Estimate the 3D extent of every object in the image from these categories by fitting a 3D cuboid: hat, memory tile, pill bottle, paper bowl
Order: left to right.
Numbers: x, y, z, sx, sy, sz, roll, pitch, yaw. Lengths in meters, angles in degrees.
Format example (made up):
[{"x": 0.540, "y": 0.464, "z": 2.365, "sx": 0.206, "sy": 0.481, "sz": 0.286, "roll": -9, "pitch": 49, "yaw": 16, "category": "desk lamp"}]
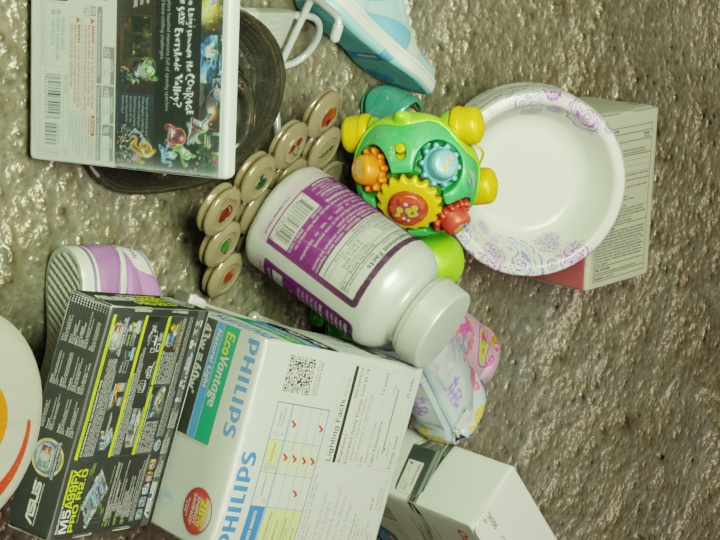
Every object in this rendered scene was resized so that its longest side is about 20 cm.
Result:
[{"x": -0.146, "y": -0.128, "z": 1.431, "sx": 0.199, "sy": 0.081, "sz": 0.202, "roll": -14, "pitch": 131, "yaw": -17, "category": "hat"}, {"x": -0.082, "y": -0.071, "z": 1.578, "sx": 0.200, "sy": 0.017, "sz": 0.154, "roll": -46, "pitch": 158, "yaw": -29, "category": "memory tile"}, {"x": 0.000, "y": 0.000, "z": 1.557, "sx": 0.112, "sy": 0.200, "sz": 0.112, "roll": -46, "pitch": 161, "yaw": -22, "category": "pill bottle"}, {"x": 0.176, "y": -0.102, "z": 1.799, "sx": 0.199, "sy": 0.104, "sz": 0.202, "roll": -2, "pitch": 106, "yaw": -6, "category": "paper bowl"}]

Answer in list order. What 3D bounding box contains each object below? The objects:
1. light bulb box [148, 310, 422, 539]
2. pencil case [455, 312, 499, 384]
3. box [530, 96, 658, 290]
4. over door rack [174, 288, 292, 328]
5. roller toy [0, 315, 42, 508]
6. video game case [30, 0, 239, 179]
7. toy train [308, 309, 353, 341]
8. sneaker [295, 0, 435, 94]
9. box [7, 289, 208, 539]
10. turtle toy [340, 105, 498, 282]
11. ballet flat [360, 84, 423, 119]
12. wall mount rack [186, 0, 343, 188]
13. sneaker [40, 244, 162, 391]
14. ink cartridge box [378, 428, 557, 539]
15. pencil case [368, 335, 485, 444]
[{"x": -0.074, "y": 0.154, "z": 1.523, "sx": 0.199, "sy": 0.124, "sz": 0.199, "roll": 14, "pitch": 92, "yaw": -43, "category": "light bulb box"}, {"x": 0.068, "y": 0.061, "z": 1.783, "sx": 0.200, "sy": 0.087, "sz": 0.088, "roll": 33, "pitch": 76, "yaw": -46, "category": "pencil case"}, {"x": 0.258, "y": -0.091, "z": 1.928, "sx": 0.127, "sy": 0.109, "sz": 0.201, "roll": -13, "pitch": 110, "yaw": -45, "category": "box"}, {"x": -0.127, "y": 0.108, "z": 1.594, "sx": 0.199, "sy": 0.066, "sz": 0.149, "roll": 20, "pitch": 86, "yaw": -43, "category": "over door rack"}, {"x": -0.349, "y": 0.106, "z": 1.290, "sx": 0.200, "sy": 0.139, "sz": 0.183, "roll": -56, "pitch": 143, "yaw": -32, "category": "roller toy"}, {"x": -0.185, "y": -0.182, "z": 1.367, "sx": 0.023, "sy": 0.181, "sz": 0.201, "roll": -30, "pitch": 125, "yaw": -68, "category": "video game case"}, {"x": -0.023, "y": 0.028, "z": 1.691, "sx": 0.042, "sy": 0.056, "sz": 0.201, "roll": -16, "pitch": 112, "yaw": -44, "category": "toy train"}, {"x": 0.032, "y": -0.267, "z": 1.653, "sx": 0.200, "sy": 0.079, "sz": 0.131, "roll": 37, "pitch": 74, "yaw": -48, "category": "sneaker"}, {"x": -0.208, "y": 0.120, "z": 1.407, "sx": 0.160, "sy": 0.044, "sz": 0.201, "roll": 5, "pitch": 101, "yaw": -65, "category": "box"}, {"x": 0.058, "y": -0.071, "z": 1.645, "sx": 0.101, "sy": 0.145, "sz": 0.201, "roll": -74, "pitch": 155, "yaw": -47, "category": "turtle toy"}, {"x": 0.050, "y": -0.095, "z": 1.726, "sx": 0.067, "sy": 0.070, "sz": 0.201, "roll": -36, "pitch": 125, "yaw": -36, "category": "ballet flat"}, {"x": -0.102, "y": -0.170, "z": 1.540, "sx": 0.199, "sy": 0.075, "sz": 0.174, "roll": -9, "pitch": 135, "yaw": -45, "category": "wall mount rack"}, {"x": -0.220, "y": 0.078, "z": 1.479, "sx": 0.114, "sy": 0.072, "sz": 0.202, "roll": -2, "pitch": 102, "yaw": -51, "category": "sneaker"}, {"x": 0.090, "y": 0.249, "z": 1.769, "sx": 0.084, "sy": 0.199, "sz": 0.145, "roll": -53, "pitch": 134, "yaw": -22, "category": "ink cartridge box"}, {"x": 0.063, "y": 0.095, "z": 1.679, "sx": 0.200, "sy": 0.083, "sz": 0.091, "roll": 61, "pitch": 22, "yaw": -50, "category": "pencil case"}]
